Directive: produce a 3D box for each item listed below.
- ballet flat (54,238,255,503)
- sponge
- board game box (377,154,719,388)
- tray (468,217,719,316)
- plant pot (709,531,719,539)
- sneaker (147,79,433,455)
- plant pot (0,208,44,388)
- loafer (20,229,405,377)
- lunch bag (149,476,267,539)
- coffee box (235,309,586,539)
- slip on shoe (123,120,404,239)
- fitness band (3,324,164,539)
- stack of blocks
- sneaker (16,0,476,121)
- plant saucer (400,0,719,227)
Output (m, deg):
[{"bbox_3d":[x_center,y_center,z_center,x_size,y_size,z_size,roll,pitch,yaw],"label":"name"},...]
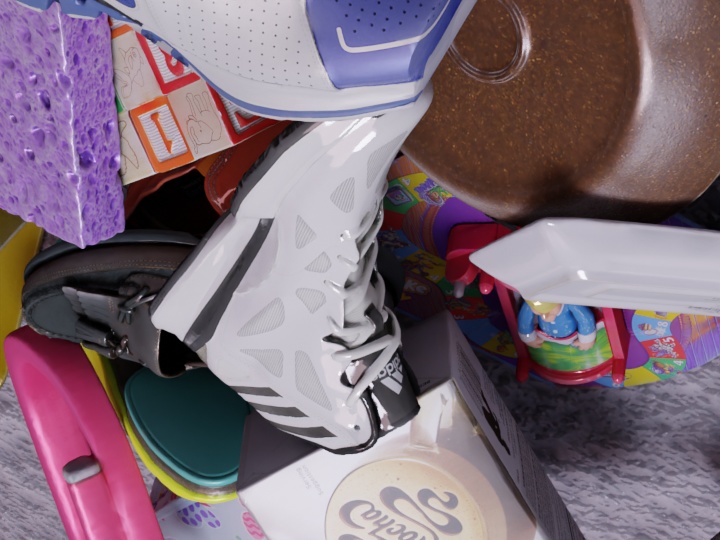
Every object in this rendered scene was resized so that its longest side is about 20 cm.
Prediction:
[{"bbox_3d":[-0.102,0.057,0.934,0.200,0.066,0.067,51,155,37],"label":"ballet flat"},{"bbox_3d":[-0.149,-0.114,0.752,0.111,0.030,0.201,24,128,34],"label":"sponge"},{"bbox_3d":[0.084,0.016,0.851,0.199,0.039,0.158,27,143,-19],"label":"board game box"},{"bbox_3d":[0.152,0.004,0.754,0.198,0.022,0.107,5,172,-13],"label":"tray"},{"bbox_3d":[0.271,0.159,0.851,0.199,0.201,0.174,30,125,-9],"label":"plant pot"},{"bbox_3d":[0.000,0.000,0.744,0.115,0.076,0.201,44,138,2],"label":"sneaker"},{"bbox_3d":[-0.307,0.029,0.983,0.176,0.200,0.200,34,142,4],"label":"plant pot"},{"bbox_3d":[-0.078,0.021,0.857,0.198,0.063,0.072,-3,147,24],"label":"loafer"},{"bbox_3d":[0.002,0.121,0.976,0.169,0.128,0.200,38,149,-14],"label":"lunch bag"},{"bbox_3d":[0.042,0.137,0.854,0.112,0.080,0.201,-27,109,11],"label":"coffee box"},{"bbox_3d":[-0.043,-0.046,0.854,0.199,0.061,0.074,-21,122,40],"label":"slip on shoe"},{"bbox_3d":[-0.140,0.121,0.961,0.144,0.037,0.201,34,142,61],"label":"fitness band"},{"bbox_3d":[-0.062,-0.109,0.736,0.199,0.058,0.116,-15,102,49],"label":"stack of blocks"},{"bbox_3d":[-0.063,-0.123,0.586,0.198,0.081,0.115,19,159,22],"label":"sneaker"},{"bbox_3d":[0.056,-0.097,0.703,0.199,0.037,0.202,24,131,31],"label":"plant saucer"}]
